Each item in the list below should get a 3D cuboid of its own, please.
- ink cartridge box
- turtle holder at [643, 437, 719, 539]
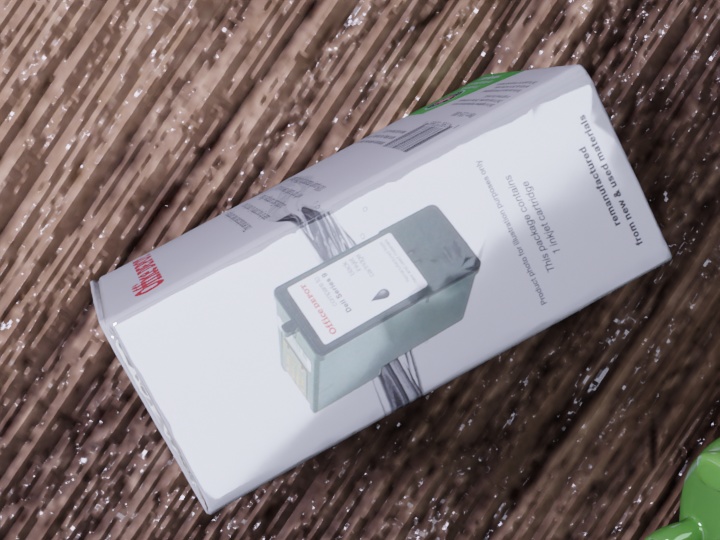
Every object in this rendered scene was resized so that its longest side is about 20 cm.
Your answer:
[{"bbox_3d":[0.000,0.000,0.642,0.199,0.146,0.084,-28,100,-6],"label":"ink cartridge box"},{"bbox_3d":[0.216,0.106,0.679,0.131,0.141,0.186,-22,137,-24],"label":"turtle holder"}]
